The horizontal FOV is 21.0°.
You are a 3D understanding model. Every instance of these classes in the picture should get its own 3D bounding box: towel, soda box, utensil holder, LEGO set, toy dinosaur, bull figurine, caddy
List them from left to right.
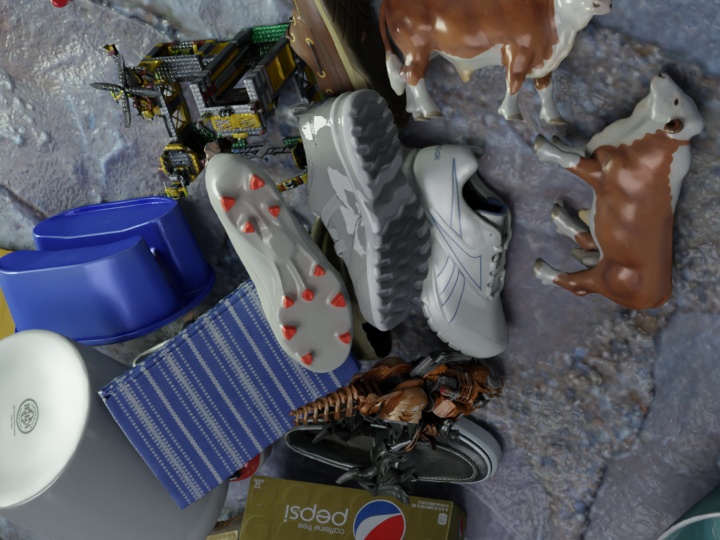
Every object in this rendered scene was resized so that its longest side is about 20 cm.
[{"bbox_3d":[-0.233,0.156,1.671,0.169,0.171,0.200,-5,156,29],"label":"utensil holder"},{"bbox_3d":[-0.225,0.013,1.715,0.199,0.141,0.105,-6,117,31],"label":"caddy"},{"bbox_3d":[-0.116,-0.117,1.581,0.199,0.116,0.154,6,126,23],"label":"LEGO set"},{"bbox_3d":[-0.105,0.091,1.613,0.024,0.200,0.145,40,165,55],"label":"towel"},{"bbox_3d":[-0.007,0.240,1.794,0.199,0.068,0.064,5,163,18],"label":"soda box"},{"bbox_3d":[0.026,0.112,1.643,0.199,0.102,0.136,14,130,-22],"label":"toy dinosaur"},{"bbox_3d":[0.103,-0.173,1.455,0.199,0.065,0.122,4,92,33],"label":"bull figurine"},{"bbox_3d":[0.199,-0.059,1.493,0.121,0.065,0.201,14,124,22],"label":"bull figurine"}]

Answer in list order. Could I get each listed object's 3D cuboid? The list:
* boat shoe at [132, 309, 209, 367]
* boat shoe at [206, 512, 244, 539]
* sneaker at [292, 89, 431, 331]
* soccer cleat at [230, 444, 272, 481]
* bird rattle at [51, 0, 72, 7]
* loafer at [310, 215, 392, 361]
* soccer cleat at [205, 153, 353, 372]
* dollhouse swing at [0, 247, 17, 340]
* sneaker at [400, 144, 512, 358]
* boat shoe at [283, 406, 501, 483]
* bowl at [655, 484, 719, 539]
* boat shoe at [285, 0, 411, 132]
[{"bbox_3d":[-0.135,0.071,1.757,0.200,0.074,0.065,-31,110,38],"label":"boat shoe"},{"bbox_3d":[-0.098,0.275,1.900,0.201,0.075,0.075,-7,149,26],"label":"boat shoe"},{"bbox_3d":[-0.001,-0.050,1.538,0.082,0.075,0.201,6,115,40],"label":"sneaker"},{"bbox_3d":[-0.179,0.163,1.835,0.199,0.085,0.069,3,96,18],"label":"soccer cleat"},{"bbox_3d":[-0.201,-0.310,1.525,0.199,0.112,0.164,-8,108,46],"label":"bird rattle"},{"bbox_3d":[0.000,0.000,1.642,0.067,0.076,0.201,15,139,15],"label":"loafer"},{"bbox_3d":[-0.063,-0.010,1.549,0.069,0.078,0.201,-29,114,-4],"label":"soccer cleat"},{"bbox_3d":[-0.356,0.079,1.900,0.199,0.177,0.182,10,168,20],"label":"dollhouse swing"},{"bbox_3d":[0.087,-0.014,1.587,0.087,0.075,0.201,-9,119,26],"label":"sneaker"},{"bbox_3d":[0.025,0.164,1.744,0.199,0.071,0.072,10,127,19],"label":"boat shoe"},{"bbox_3d":[0.344,0.249,1.624,0.200,0.105,0.202,13,127,18],"label":"bowl"},{"bbox_3d":[-0.028,-0.190,1.515,0.067,0.072,0.201,-10,121,30],"label":"boat shoe"}]
